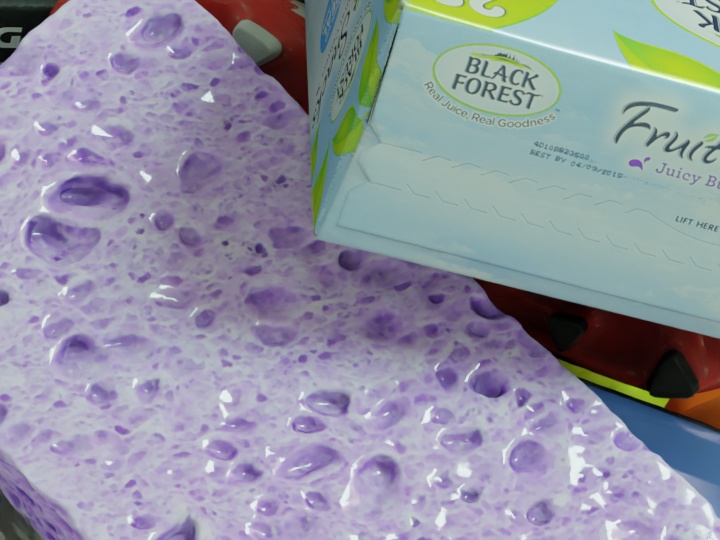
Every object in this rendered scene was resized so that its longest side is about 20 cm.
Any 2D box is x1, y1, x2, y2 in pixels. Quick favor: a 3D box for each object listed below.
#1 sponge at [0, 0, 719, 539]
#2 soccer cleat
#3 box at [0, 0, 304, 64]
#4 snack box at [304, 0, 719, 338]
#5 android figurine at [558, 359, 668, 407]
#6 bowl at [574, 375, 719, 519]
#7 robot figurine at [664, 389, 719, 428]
[{"bbox_3d":[-0.022,0.031,0.670,0.200,0.112,0.030,44,-24,12],"label":"sponge"},{"bbox_3d":[0.015,-0.025,0.755,0.200,0.069,0.085,21,17,8],"label":"soccer cleat"},{"bbox_3d":[-0.039,-0.138,0.847,0.050,0.198,0.200,112,-28,-53],"label":"box"},{"bbox_3d":[0.074,-0.064,0.719,0.168,0.068,0.200,14,32,-12],"label":"snack box"},{"bbox_3d":[0.000,0.000,0.867,0.182,0.041,0.200,16,-9,31],"label":"android figurine"},{"bbox_3d":[0.029,0.045,0.791,0.200,0.039,0.201,18,-5,1],"label":"bowl"},{"bbox_3d":[0.146,0.113,0.939,0.116,0.144,0.200,4,59,-17],"label":"robot figurine"}]
